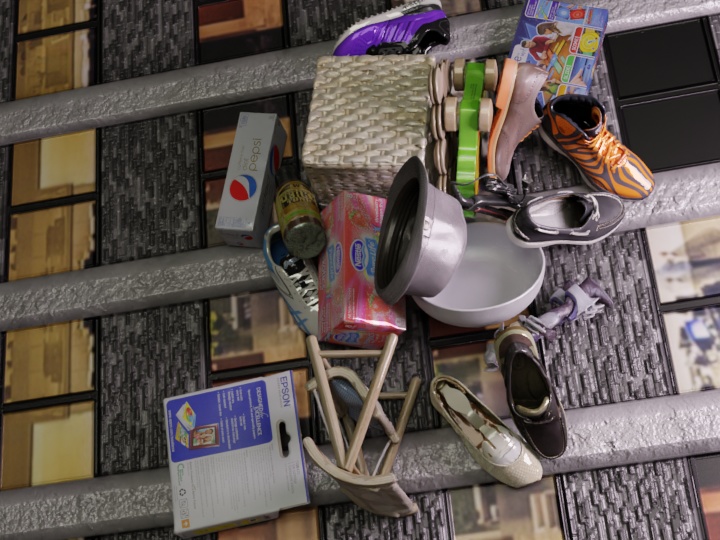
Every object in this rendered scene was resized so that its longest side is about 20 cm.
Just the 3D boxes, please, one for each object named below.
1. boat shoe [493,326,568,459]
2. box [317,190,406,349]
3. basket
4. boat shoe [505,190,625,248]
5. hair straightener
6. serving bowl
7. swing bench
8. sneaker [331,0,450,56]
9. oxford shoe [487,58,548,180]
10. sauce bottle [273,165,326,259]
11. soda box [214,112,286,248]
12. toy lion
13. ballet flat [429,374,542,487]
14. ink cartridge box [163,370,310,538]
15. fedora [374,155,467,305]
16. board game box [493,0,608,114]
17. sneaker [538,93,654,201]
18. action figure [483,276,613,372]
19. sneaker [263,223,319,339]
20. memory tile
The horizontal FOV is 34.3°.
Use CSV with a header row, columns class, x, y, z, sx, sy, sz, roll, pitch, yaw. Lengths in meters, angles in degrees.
class,x,y,z,sx,sy,sz,roll,pitch,yaw
boat shoe,0.223,0.172,1.528,0.072,0.202,0.065,-21,22,12
box,0.000,0.000,1.670,0.101,0.095,0.202,11,65,-23
basket,0.024,-0.205,1.738,0.197,0.161,0.201,2,69,14
boat shoe,0.299,-0.079,1.639,0.198,0.060,0.075,-7,69,-25
hair straightener,0.204,-0.108,1.637,0.077,0.198,0.041,-58,41,22
serving bowl,0.163,0.016,1.643,0.197,0.066,0.201,-6,37,5
swing bench,0.003,0.211,1.545,0.128,0.199,0.202,-2,66,11
sneaker,0.053,-0.354,1.842,0.198,0.070,0.100,-25,67,1
oxford shoe,0.225,-0.207,1.685,0.072,0.202,0.072,9,42,4
sauce bottle,-0.096,-0.093,1.727,0.064,0.065,0.201,-24,35,1
soda box,-0.167,-0.141,1.799,0.063,0.068,0.202,5,69,14
toy lion,0.160,-0.185,1.701,0.068,0.193,0.201,3,36,9
ballet flat,0.164,0.218,1.584,0.067,0.062,0.200,-45,67,-8
ink cartridge box,-0.174,0.259,1.649,0.197,0.047,0.200,-12,64,5
fedora,0.086,-0.044,1.566,0.089,0.177,0.202,16,62,-15
board game box,0.294,-0.321,1.796,0.134,0.035,0.202,13,70,16
sneaker,0.342,-0.177,1.667,0.199,0.112,0.078,35,79,5
action figure,0.244,0.081,1.592,0.199,0.130,0.070,-33,79,-18
sneaker,-0.089,0.019,1.715,0.071,0.073,0.201,-31,66,-3
memory tile,0.120,-0.199,1.679,0.017,0.153,0.203,-2,107,13
